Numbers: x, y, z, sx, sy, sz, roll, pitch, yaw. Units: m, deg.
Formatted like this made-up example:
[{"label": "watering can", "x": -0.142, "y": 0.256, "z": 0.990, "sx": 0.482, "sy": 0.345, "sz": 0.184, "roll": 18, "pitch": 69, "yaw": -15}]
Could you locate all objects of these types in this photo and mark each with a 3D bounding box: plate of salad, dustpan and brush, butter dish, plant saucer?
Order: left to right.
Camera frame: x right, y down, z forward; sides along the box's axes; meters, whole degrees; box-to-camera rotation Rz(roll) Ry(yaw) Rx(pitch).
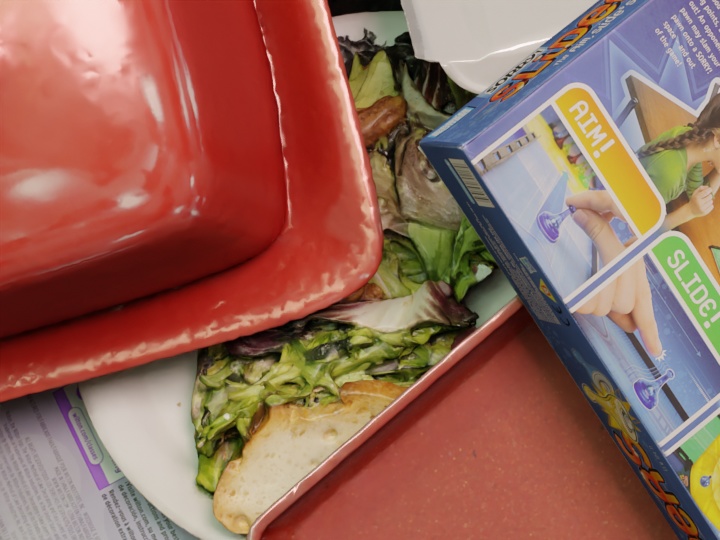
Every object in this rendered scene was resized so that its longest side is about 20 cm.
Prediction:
[{"label": "butter dish", "x": -0.116, "y": -0.063, "z": 0.867, "sx": 0.199, "sy": 0.148, "sz": 0.200, "roll": -15, "pitch": 88, "yaw": 12}, {"label": "plate of salad", "x": 0.000, "y": 0.000, "z": 0.936, "sx": 0.200, "sy": 0.048, "sz": 0.200, "roll": -5, "pitch": 65, "yaw": 10}, {"label": "plant saucer", "x": 0.088, "y": 0.091, "z": 0.892, "sx": 0.200, "sy": 0.037, "sz": 0.200, "roll": -40, "pitch": 107, "yaw": -14}, {"label": "dustpan and brush", "x": 0.110, "y": -0.101, "z": 0.955, "sx": 0.200, "sy": 0.057, "sz": 0.140, "roll": -11, "pitch": 39, "yaw": -1}]

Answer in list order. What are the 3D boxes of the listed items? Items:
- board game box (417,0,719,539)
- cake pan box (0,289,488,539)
[{"label": "board game box", "x": 0.125, "y": 0.003, "z": 0.862, "sx": 0.135, "sy": 0.034, "sz": 0.200, "roll": -38, "pitch": 106, "yaw": -15}, {"label": "cake pan box", "x": -0.047, "y": 0.044, "z": 0.979, "sx": 0.184, "sy": 0.052, "sz": 0.200, "roll": -31, "pitch": 63, "yaw": 0}]
